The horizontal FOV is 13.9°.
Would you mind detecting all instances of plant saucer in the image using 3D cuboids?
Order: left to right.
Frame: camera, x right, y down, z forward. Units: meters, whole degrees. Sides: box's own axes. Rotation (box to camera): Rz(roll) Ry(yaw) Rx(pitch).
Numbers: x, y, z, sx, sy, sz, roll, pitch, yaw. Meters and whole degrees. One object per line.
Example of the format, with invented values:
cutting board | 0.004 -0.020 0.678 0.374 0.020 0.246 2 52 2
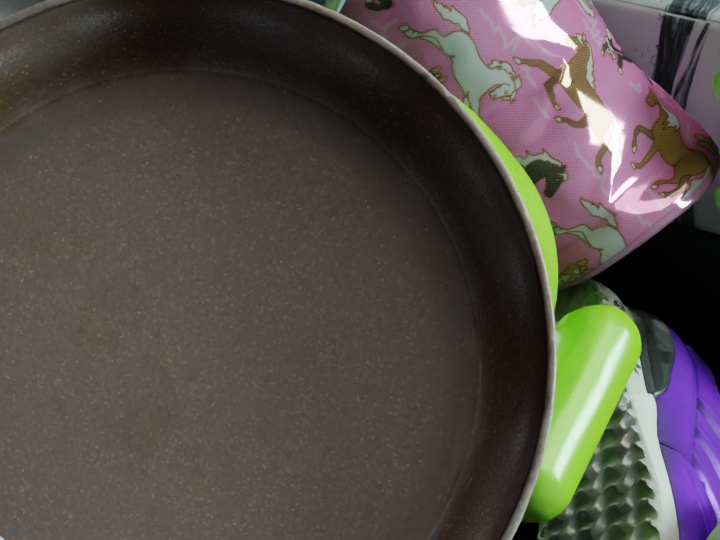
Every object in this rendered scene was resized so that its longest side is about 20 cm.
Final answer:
plant saucer | -0.049 0.024 0.773 0.200 0.200 0.032 39 -7 7

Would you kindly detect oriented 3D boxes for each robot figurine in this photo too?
robot figurine | 0.000 0.000 0.895 0.175 0.116 0.200 23 0 8

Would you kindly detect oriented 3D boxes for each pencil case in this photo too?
pencil case | 0.036 -0.087 0.988 0.200 0.086 0.083 54 16 -12

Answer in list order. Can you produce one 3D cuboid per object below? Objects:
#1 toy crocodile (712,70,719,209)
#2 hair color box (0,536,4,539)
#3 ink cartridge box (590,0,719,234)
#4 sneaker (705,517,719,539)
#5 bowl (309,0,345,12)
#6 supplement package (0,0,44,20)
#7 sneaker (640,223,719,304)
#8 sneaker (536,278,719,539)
toy crocodile | 0.160 0.024 0.987 0.067 0.062 0.201 -26 98 -44
hair color box | -0.118 0.153 0.655 0.109 0.065 0.200 37 48 3
ink cartridge box | 0.135 -0.076 1.098 0.199 0.083 0.146 16 24 28
sneaker | 0.170 0.151 0.900 0.201 0.075 0.088 64 14 -3
bowl | -0.047 -0.169 0.859 0.201 0.201 0.105 41 60 10
supplement package | -0.185 -0.055 0.840 0.117 0.117 0.200 42 35 8
sneaker | 0.176 0.025 1.095 0.200 0.091 0.076 29 31 34
sneaker | 0.106 0.091 0.956 0.099 0.070 0.201 30 36 -24
